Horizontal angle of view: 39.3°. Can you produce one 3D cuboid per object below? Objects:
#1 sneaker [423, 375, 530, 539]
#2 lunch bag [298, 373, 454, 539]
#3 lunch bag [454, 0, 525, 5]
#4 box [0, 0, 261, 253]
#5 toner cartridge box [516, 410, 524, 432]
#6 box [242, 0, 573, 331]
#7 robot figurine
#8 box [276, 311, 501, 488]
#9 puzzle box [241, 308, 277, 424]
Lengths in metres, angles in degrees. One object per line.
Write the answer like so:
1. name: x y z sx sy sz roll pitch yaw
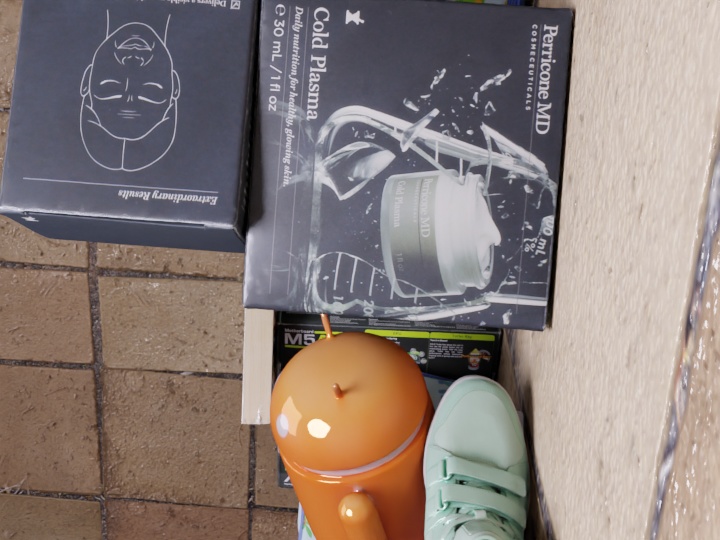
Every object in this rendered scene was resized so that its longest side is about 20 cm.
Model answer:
1. sneaker: 0.078 0.145 0.602 0.119 0.073 0.203 107 171 -63
2. lunch bag: 0.029 0.186 0.873 0.083 0.158 0.203 -74 -9 -65
3. lunch bag: 0.100 -0.239 0.898 0.201 0.081 0.162 -86 -1 -52
4. box: -0.137 -0.121 0.660 0.107 0.146 0.203 90 -175 -82
5. toner cartridge box: 0.087 0.207 0.696 0.095 0.042 0.203 92 -178 -64
6. box: 0.028 -0.071 0.675 0.124 0.193 0.203 -84 -3 -87
7. robot figurine: 0.002 0.126 0.718 0.144 0.115 0.202 -46 -45 -34
8. box: 0.021 0.120 0.926 0.048 0.197 0.196 -88 0 -61
9. puzzle box: -0.087 0.063 0.915 0.200 0.025 0.135 151 121 -87
